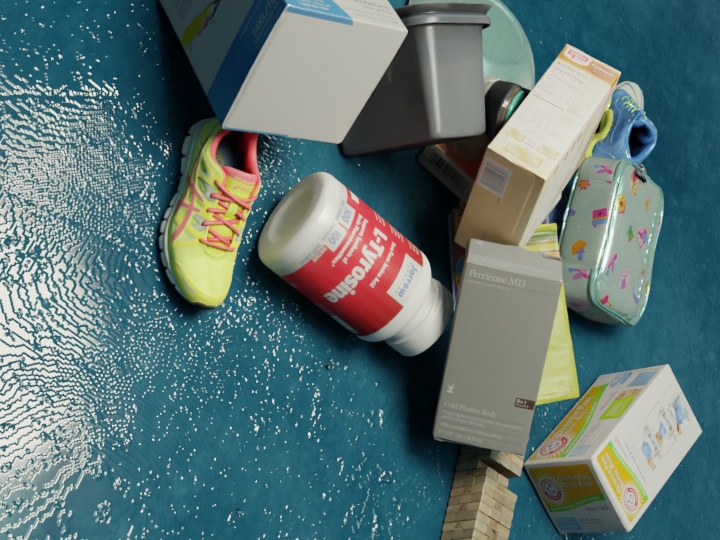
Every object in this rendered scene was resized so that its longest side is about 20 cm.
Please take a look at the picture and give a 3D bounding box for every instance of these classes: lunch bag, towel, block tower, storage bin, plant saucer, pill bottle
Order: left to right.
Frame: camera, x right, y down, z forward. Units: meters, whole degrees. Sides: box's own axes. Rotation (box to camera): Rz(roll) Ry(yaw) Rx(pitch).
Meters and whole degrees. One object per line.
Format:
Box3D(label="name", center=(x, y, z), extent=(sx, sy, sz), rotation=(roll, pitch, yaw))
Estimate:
Box3D(label="pill bottle", center=(0.000, 0.000, 1.182), extent=(0.199, 0.112, 0.113), rotation=(38, 56, -25))
Box3D(label="storage bin", center=(0.043, -0.200, 1.232), extent=(0.144, 0.198, 0.137), rotation=(-9, 92, -41))
Box3D(label="plant saucer", center=(0.149, -0.288, 1.412), extent=(0.199, 0.039, 0.204), rotation=(18, 55, -28))
Box3D(label="block tower", center=(0.141, 0.231, 1.273), extent=(0.054, 0.057, 0.202), rotation=(33, 56, -28))
Box3D(label="towel", center=(0.198, 0.049, 1.296), extent=(0.085, 0.018, 0.204), rotation=(-7, 87, -16))
Box3D(label="lunch bag", center=(0.322, -0.037, 1.453), extent=(0.160, 0.076, 0.203), rotation=(27, 75, -47))

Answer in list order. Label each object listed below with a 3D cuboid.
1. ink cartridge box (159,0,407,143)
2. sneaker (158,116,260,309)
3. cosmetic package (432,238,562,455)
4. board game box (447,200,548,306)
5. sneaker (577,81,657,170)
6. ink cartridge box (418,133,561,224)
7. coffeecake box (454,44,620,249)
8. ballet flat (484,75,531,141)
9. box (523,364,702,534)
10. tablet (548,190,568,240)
Box3D(label="ink cartridge box", center=(-0.081, -0.251, 1.117), extent=(0.145, 0.147, 0.201), rotation=(2, 47, -39))
Box3D(label="sneaker", center=(-0.137, -0.064, 1.101), extent=(0.077, 0.090, 0.203), rotation=(15, 69, -37))
Box3D(label="cosmetic package", center=(0.143, 0.079, 1.202), extent=(0.090, 0.105, 0.203), rotation=(-66, 165, -68))
Box3D(label="board game box", center=(0.180, -0.004, 1.371), extent=(0.156, 0.039, 0.204), rotation=(6, 74, -33))
Box3D(label="sneaker", center=(0.370, -0.193, 1.555), extent=(0.076, 0.104, 0.201), rotation=(43, 54, -22))
Box3D(label="ink cartridge box", center=(0.185, -0.147, 1.386), extent=(0.162, 0.050, 0.200), rotation=(41, 58, 0))
Box3D(label="coffeecake box", center=(0.193, -0.124, 1.252), extent=(0.072, 0.155, 0.200), rotation=(30, 53, 12))
Box3D(label="ballet flat", center=(0.154, -0.183, 1.290), extent=(0.074, 0.072, 0.200), rotation=(70, 19, -1))
Box3D(label="box", center=(0.304, 0.214, 1.376), extent=(0.200, 0.112, 0.102), rotation=(-39, 104, -40))
Box3D(label="tablet", center=(0.213, -0.108, 1.460), extent=(0.129, 0.014, 0.203), rotation=(-13, 85, -41))
